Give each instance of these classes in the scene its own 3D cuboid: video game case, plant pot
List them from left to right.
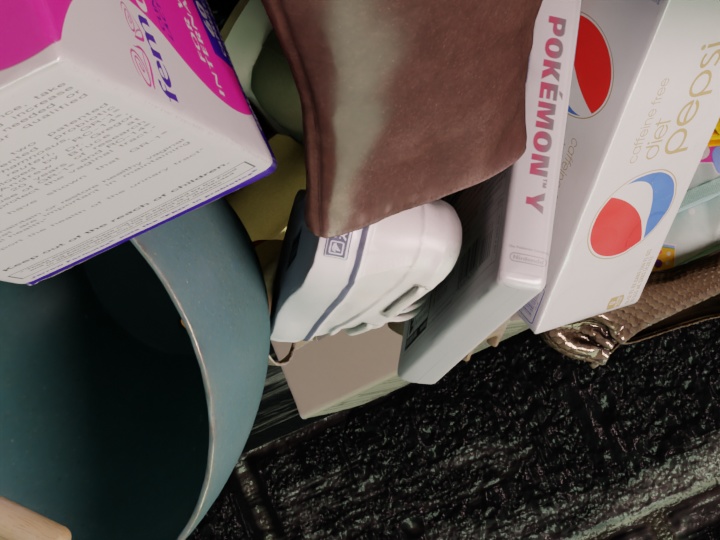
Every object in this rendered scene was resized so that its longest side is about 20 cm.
[{"bbox_3d":[-0.118,0.018,0.811,0.199,0.201,0.135,-28,-173,34],"label":"plant pot"},{"bbox_3d":[-0.058,-0.030,0.962,0.200,0.027,0.200,-41,165,-14],"label":"plant pot"},{"bbox_3d":[0.057,-0.057,0.799,0.023,0.184,0.200,11,165,-7],"label":"video game case"}]

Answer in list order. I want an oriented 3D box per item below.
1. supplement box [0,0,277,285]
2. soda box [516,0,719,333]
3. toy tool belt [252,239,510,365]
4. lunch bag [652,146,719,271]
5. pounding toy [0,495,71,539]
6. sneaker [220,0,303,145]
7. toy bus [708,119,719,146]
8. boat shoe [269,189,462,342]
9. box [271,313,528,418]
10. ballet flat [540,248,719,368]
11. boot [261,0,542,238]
[{"bbox_3d":[-0.109,-0.066,0.534,0.103,0.102,0.200,-24,172,11],"label":"supplement box"},{"bbox_3d":[0.113,-0.069,0.816,0.068,0.064,0.201,-14,139,-33],"label":"soda box"},{"bbox_3d":[0.040,-0.016,0.941,0.199,0.126,0.122,-31,-148,-35],"label":"toy tool belt"},{"bbox_3d":[0.189,-0.076,1.055,0.199,0.161,0.077,-24,172,16],"label":"lunch bag"},{"bbox_3d":[-0.253,0.069,0.714,0.199,0.185,0.142,-27,171,28],"label":"pounding toy"},{"bbox_3d":[0.007,-0.069,0.801,0.067,0.090,0.200,-57,165,5],"label":"sneaker"},{"bbox_3d":[0.161,-0.118,0.906,0.191,0.137,0.200,-8,174,17],"label":"toy bus"},{"bbox_3d":[0.000,0.000,0.800,0.065,0.074,0.200,13,176,-7],"label":"boat shoe"},{"bbox_3d":[0.038,0.028,1.490,0.199,0.110,0.128,-26,171,23],"label":"box"},{"bbox_3d":[0.187,0.017,1.004,0.199,0.047,0.067,-9,152,-23],"label":"ballet flat"},{"bbox_3d":[-0.005,-0.079,0.555,0.199,0.072,0.167,-24,132,-38],"label":"boot"}]
